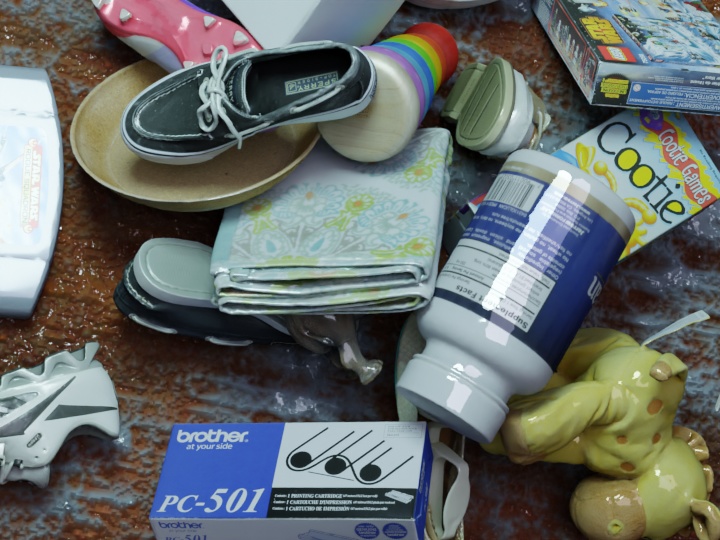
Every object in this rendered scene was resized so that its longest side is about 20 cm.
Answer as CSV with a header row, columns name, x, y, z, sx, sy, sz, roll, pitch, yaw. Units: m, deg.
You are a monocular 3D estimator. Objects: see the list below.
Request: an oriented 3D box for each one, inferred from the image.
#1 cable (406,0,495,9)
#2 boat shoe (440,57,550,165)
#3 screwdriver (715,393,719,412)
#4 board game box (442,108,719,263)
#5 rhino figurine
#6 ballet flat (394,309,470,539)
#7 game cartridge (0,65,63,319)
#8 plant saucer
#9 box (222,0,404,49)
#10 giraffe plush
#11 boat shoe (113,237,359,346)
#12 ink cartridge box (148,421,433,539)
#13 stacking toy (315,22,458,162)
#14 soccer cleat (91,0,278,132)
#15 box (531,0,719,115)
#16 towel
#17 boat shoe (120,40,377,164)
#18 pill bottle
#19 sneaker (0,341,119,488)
name,x,y,z,sx,sy,sz,roll,pitch,yaw
cable,0.081,-0.315,1.546,0.199,0.069,0.201,17,71,-4
boat shoe,0.116,-0.122,1.450,0.068,0.200,0.075,29,100,-10
screwdriver,0.306,0.056,1.487,0.029,0.028,0.200,39,38,4
board game box,0.180,-0.048,1.494,0.199,0.103,0.105,-31,86,-17
rhino figurine,0.000,0.000,1.442,0.087,0.060,0.200,41,43,-15
ballet flat,0.064,0.129,1.420,0.067,0.062,0.201,-6,101,-37
game cartridge,-0.298,-0.065,1.426,0.132,0.042,0.201,2,77,-8
plant saucer,-0.124,-0.104,1.431,0.199,0.036,0.201,-3,42,3
box,-0.067,-0.268,1.441,0.200,0.098,0.124,50,29,17
giraffe plush,0.203,0.141,1.432,0.199,0.173,0.163,-20,103,14
boat shoe,-0.096,0.024,1.436,0.199,0.060,0.076,18,49,-27
ink cartridge box,-0.050,0.161,1.366,0.199,0.044,0.094,-2,44,11
stacking toy,0.034,-0.153,1.455,0.085,0.085,0.200,45,29,0
soccer cleat,-0.126,-0.170,1.436,0.200,0.076,0.067,35,89,20
box,0.229,-0.188,1.503,0.136,0.200,0.040,4,119,-12
towel,-0.020,-0.038,1.400,0.170,0.048,0.201,-2,38,9
boat shoe,-0.089,-0.126,1.340,0.198,0.068,0.074,-7,81,14
pill bottle,0.110,0.022,1.356,0.111,0.111,0.201,32,81,-4
sneaker,-0.272,0.128,1.367,0.199,0.074,0.089,-21,81,-16
